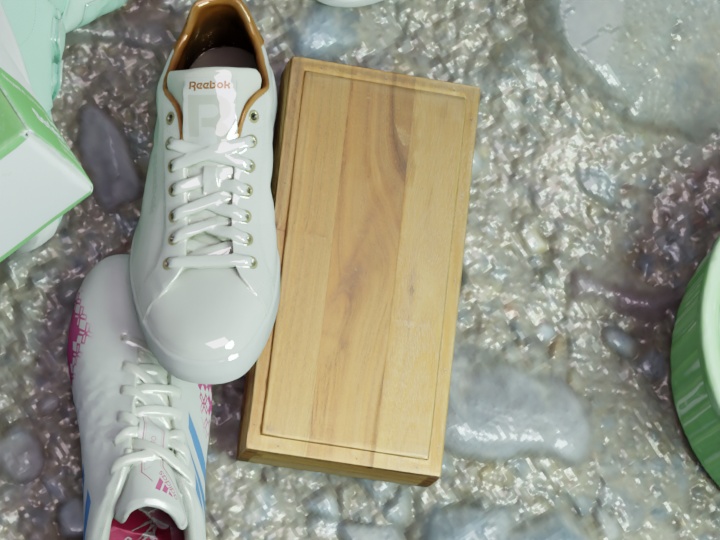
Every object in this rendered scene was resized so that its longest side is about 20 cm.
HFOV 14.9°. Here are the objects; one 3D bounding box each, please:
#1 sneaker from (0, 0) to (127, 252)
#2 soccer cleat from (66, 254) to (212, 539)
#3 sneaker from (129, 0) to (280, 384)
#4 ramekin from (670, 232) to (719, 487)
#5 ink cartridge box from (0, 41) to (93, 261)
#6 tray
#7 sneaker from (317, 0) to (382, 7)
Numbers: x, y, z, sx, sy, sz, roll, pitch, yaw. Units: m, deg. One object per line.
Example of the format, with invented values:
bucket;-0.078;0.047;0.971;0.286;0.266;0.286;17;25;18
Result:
sneaker;-0.147;-0.111;1.337;0.118;0.074;0.202;-7;76;-37
soccer cleat;-0.099;0.084;1.303;0.069;0.086;0.201;-2;76;-12
sneaker;-0.076;-0.044;1.310;0.072;0.085;0.201;-3;55;3
ramekin;0.251;0.043;1.378;0.199;0.098;0.201;3;76;-11
ink cartridge box;-0.236;-0.081;1.243;0.146;0.084;0.200;-36;67;5
tray;0.000;0.000;1.371;0.098;0.037;0.201;9;74;-9
sneaker;0.068;-0.190;1.391;0.199;0.112;0.073;-20;82;-15
